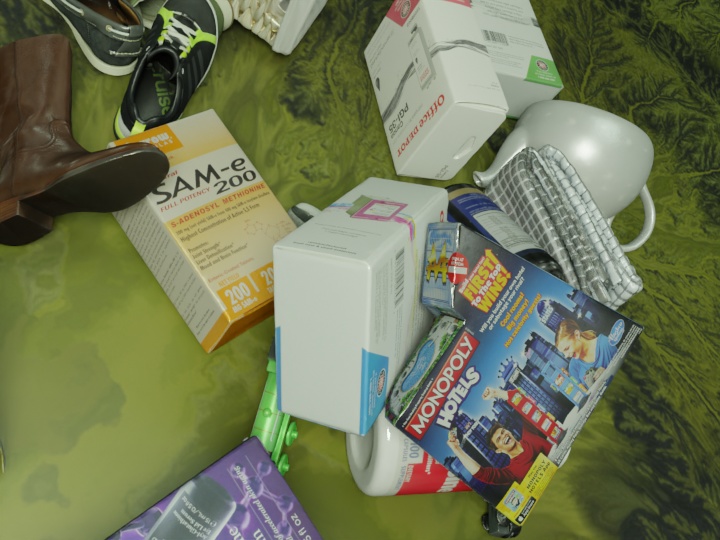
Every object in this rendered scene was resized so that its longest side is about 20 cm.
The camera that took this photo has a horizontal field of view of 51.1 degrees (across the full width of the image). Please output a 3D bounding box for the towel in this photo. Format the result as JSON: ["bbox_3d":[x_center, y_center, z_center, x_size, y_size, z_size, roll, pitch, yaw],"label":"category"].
[{"bbox_3d":[0.198,-0.015,0.856,0.084,0.166,0.203,-11,66,-32],"label":"towel"}]

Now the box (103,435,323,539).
[{"bbox_3d":[-0.125,0.244,0.543,0.199,0.104,0.149,-31,81,-40],"label":"box"}]

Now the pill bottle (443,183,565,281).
[{"bbox_3d":[0.138,0.008,0.775,0.110,0.113,0.201,-5,40,-33],"label":"pill bottle"}]

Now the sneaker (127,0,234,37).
[{"bbox_3d":[-0.240,-0.321,0.836,0.199,0.067,0.091,36,45,-12],"label":"sneaker"}]

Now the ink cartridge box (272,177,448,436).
[{"bbox_3d":[0.007,0.019,0.643,0.083,0.147,0.200,11,25,21],"label":"ink cartridge box"}]

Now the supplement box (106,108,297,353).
[{"bbox_3d":[-0.144,-0.042,0.723,0.125,0.074,0.201,-30,80,-40],"label":"supplement box"}]

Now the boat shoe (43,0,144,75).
[{"bbox_3d":[-0.298,-0.303,0.793,0.072,0.068,0.201,-35,82,-38],"label":"boat shoe"}]

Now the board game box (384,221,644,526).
[{"bbox_3d":[0.107,0.065,0.622,0.199,0.062,0.201,41,78,-17],"label":"board game box"}]

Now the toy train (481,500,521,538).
[{"bbox_3d":[0.152,0.179,0.796,0.045,0.034,0.203,21,54,-23],"label":"toy train"}]

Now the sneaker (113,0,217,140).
[{"bbox_3d":[-0.188,-0.209,0.763,0.071,0.083,0.204,22,70,-20],"label":"sneaker"}]

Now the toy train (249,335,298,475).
[{"bbox_3d":[-0.064,0.087,0.659,0.041,0.056,0.204,13,79,11],"label":"toy train"}]

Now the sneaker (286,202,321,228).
[{"bbox_3d":[0.000,0.000,0.800,0.200,0.074,0.088,42,37,-11],"label":"sneaker"}]

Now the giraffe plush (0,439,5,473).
[{"bbox_3d":[-0.344,0.069,0.507,0.159,0.172,0.204,-12,103,-25],"label":"giraffe plush"}]

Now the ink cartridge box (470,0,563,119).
[{"bbox_3d":[0.189,-0.331,1.093,0.144,0.084,0.203,3,61,-30],"label":"ink cartridge box"}]

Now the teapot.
[{"bbox_3d":[0.276,-0.118,0.980,0.197,0.197,0.149,22,87,-60],"label":"teapot"}]

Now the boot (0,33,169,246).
[{"bbox_3d":[-0.257,-0.142,0.666,0.064,0.183,0.203,49,26,-60],"label":"boot"}]

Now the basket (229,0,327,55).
[{"bbox_3d":[-0.085,-0.382,0.914,0.122,0.136,0.202,29,44,-9],"label":"basket"}]

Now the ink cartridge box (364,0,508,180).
[{"bbox_3d":[0.088,-0.237,0.934,0.081,0.147,0.203,1,61,-29],"label":"ink cartridge box"}]

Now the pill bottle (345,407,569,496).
[{"bbox_3d":[0.093,0.149,0.708,0.196,0.113,0.114,2,61,-19],"label":"pill bottle"}]
